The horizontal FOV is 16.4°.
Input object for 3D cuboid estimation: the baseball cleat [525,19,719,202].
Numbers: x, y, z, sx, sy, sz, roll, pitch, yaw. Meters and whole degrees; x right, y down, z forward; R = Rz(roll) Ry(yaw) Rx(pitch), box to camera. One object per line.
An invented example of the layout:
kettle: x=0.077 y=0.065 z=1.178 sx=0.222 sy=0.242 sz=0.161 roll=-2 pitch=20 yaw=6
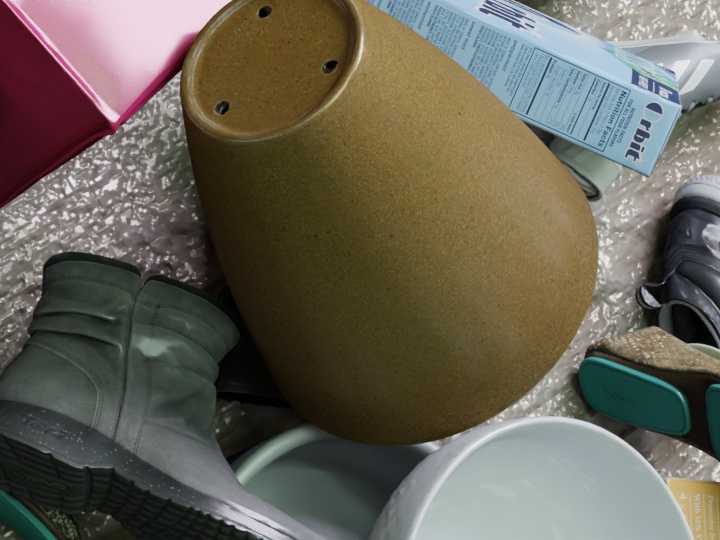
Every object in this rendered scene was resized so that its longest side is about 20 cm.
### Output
baseball cleat: x=0.162 y=-0.094 z=1.495 sx=0.199 sy=0.070 sz=0.107 roll=-1 pitch=83 yaw=-21

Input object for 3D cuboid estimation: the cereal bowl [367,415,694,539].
cereal bowl: x=0.074 y=0.174 z=1.235 sx=0.199 sy=0.083 sz=0.201 roll=3 pitch=84 yaw=-34

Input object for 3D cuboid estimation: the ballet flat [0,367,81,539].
ballet flat: x=-0.209 y=0.065 z=1.224 sx=0.199 sy=0.068 sz=0.076 roll=31 pitch=73 yaw=-17

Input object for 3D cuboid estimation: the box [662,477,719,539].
box: x=0.230 y=0.193 z=1.432 sx=0.199 sy=0.097 sz=0.125 roll=7 pitch=73 yaw=-29

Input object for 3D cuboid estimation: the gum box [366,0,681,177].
gum box: x=0.075 y=-0.121 z=1.352 sx=0.199 sy=0.170 sz=0.045 roll=25 pitch=102 yaw=2

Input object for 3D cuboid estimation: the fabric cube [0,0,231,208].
fabric cube: x=-0.159 y=-0.174 z=1.243 sx=0.200 sy=0.196 sz=0.199 roll=49 pitch=58 yaw=-11

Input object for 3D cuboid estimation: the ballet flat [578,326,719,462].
ballet flat: x=0.209 y=0.073 z=1.399 sx=0.065 sy=0.200 sz=0.071 roll=-28 pitch=125 yaw=-29

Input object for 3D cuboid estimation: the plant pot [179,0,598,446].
plant pot: x=-0.003 y=-0.043 z=1.199 sx=0.200 sy=0.185 sz=0.187 roll=53 pitch=49 yaw=-51

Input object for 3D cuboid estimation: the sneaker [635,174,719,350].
sneaker: x=0.250 y=0.042 z=1.501 sx=0.200 sy=0.075 sz=0.114 roll=38 pitch=62 yaw=-10

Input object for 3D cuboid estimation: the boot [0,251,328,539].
boot: x=-0.081 y=0.072 z=1.209 sx=0.199 sy=0.070 sz=0.132 roll=29 pitch=53 yaw=-5

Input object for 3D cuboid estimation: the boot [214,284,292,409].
boot: x=0.000 y=0.000 z=1.372 sx=0.199 sy=0.069 sz=0.175 roll=1 pitch=77 yaw=-19

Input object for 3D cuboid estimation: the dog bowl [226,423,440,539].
dog bowl: x=-0.015 y=0.182 z=1.293 sx=0.199 sy=0.079 sz=0.201 roll=9 pitch=72 yaw=-28
